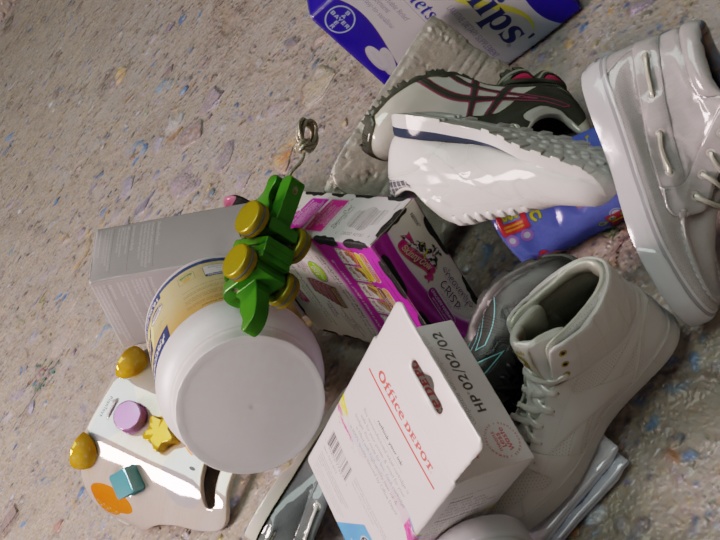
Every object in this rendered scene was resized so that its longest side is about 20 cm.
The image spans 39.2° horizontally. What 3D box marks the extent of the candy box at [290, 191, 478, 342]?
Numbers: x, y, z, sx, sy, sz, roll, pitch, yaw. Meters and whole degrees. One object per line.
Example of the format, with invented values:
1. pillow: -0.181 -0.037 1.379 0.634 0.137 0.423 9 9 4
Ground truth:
1. candy box: 0.000 0.000 0.888 0.061 0.136 0.200 -48 31 -23

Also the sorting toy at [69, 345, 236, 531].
1. sorting toy: -0.176 0.172 1.015 0.180 0.107 0.200 16 73 32

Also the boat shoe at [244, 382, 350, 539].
1. boat shoe: -0.018 0.162 0.871 0.062 0.073 0.200 35 80 11

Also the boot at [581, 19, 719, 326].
1. boot: 0.228 -0.068 0.687 0.096 0.074 0.200 -23 87 35

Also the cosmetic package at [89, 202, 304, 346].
1. cosmetic package: -0.163 0.003 1.035 0.200 0.107 0.090 -10 45 0

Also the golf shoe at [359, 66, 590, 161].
1. golf shoe: 0.100 -0.125 0.861 0.200 0.077 0.088 -12 39 -15

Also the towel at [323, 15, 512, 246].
1. towel: 0.067 -0.121 0.941 0.200 0.132 0.034 -56 0 -5

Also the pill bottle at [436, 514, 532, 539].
1. pill bottle: 0.100 0.249 0.609 0.111 0.111 0.200 -40 38 19

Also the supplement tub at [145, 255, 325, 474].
1. supplement tub: -0.112 0.079 0.894 0.144 0.144 0.200 -51 22 4

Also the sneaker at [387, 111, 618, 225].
1. sneaker: 0.105 -0.070 0.773 0.200 0.076 0.081 20 108 40

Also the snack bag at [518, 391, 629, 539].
1. snack bag: 0.082 0.164 0.773 0.200 0.021 0.189 -51 37 5

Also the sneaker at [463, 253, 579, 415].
1. sneaker: 0.104 0.073 0.760 0.200 0.075 0.079 -48 44 19

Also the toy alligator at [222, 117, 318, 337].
1. toy alligator: -0.077 -0.035 0.829 0.054 0.059 0.200 -15 53 43

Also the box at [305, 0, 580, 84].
1. box: 0.078 -0.280 0.997 0.200 0.184 0.105 -36 38 24

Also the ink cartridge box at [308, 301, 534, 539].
1. ink cartridge box: 0.041 0.117 0.686 0.115 0.068 0.200 60 144 29

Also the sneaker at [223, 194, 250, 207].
1. sneaker: -0.170 -0.001 1.127 0.200 0.095 0.079 -52 38 5

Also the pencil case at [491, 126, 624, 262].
1. pencil case: 0.193 -0.078 0.793 0.200 0.078 0.087 -29 67 29

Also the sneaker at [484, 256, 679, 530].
1. sneaker: 0.119 0.082 0.686 0.200 0.116 0.074 -54 39 1
